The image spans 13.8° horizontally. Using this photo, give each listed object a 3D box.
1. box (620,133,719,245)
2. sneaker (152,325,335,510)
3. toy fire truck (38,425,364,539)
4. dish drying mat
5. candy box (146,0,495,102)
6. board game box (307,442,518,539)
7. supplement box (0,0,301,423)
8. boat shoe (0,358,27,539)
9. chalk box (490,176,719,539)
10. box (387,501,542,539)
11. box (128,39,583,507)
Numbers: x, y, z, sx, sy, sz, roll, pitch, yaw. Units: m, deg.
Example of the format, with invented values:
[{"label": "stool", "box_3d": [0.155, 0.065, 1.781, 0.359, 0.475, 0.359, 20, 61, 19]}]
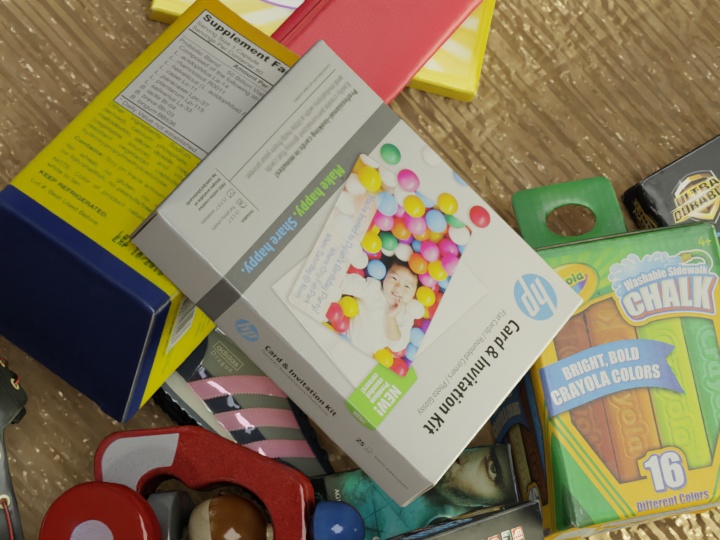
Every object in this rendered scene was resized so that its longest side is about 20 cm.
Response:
[{"label": "box", "box_3d": [0.288, -0.010, 1.763, 0.199, 0.050, 0.199, -30, 86, -15]}, {"label": "sneaker", "box_3d": [-0.048, 0.080, 1.666, 0.200, 0.070, 0.082, 46, 76, -2]}, {"label": "toy fire truck", "box_3d": [-0.077, 0.184, 1.590, 0.167, 0.112, 0.201, -4, 80, 12]}, {"label": "dish drying mat", "box_3d": [0.011, -0.147, 1.721, 0.077, 0.018, 0.200, 43, 78, -4]}, {"label": "candy box", "box_3d": [-0.018, -0.173, 1.742, 0.199, 0.026, 0.103, 14, 81, -9]}, {"label": "board game box", "box_3d": [0.042, 0.203, 1.646, 0.135, 0.028, 0.201, -8, 88, -37]}, {"label": "supplement box", "box_3d": [-0.106, -0.036, 1.614, 0.109, 0.110, 0.200, 35, 53, 10]}, {"label": "boat shoe", "box_3d": [-0.216, 0.075, 1.632, 0.063, 0.074, 0.203, -3, 84, -15]}, {"label": "chalk box", "box_3d": [0.138, 0.044, 1.683, 0.124, 0.124, 0.201, -11, 82, -14]}, {"label": "box", "box_3d": [0.045, 0.236, 1.554, 0.200, 0.049, 0.200, -12, 89, -56]}, {"label": "box", "box_3d": [0.000, 0.000, 1.550, 0.200, 0.041, 0.156, 46, 54, -4]}]
